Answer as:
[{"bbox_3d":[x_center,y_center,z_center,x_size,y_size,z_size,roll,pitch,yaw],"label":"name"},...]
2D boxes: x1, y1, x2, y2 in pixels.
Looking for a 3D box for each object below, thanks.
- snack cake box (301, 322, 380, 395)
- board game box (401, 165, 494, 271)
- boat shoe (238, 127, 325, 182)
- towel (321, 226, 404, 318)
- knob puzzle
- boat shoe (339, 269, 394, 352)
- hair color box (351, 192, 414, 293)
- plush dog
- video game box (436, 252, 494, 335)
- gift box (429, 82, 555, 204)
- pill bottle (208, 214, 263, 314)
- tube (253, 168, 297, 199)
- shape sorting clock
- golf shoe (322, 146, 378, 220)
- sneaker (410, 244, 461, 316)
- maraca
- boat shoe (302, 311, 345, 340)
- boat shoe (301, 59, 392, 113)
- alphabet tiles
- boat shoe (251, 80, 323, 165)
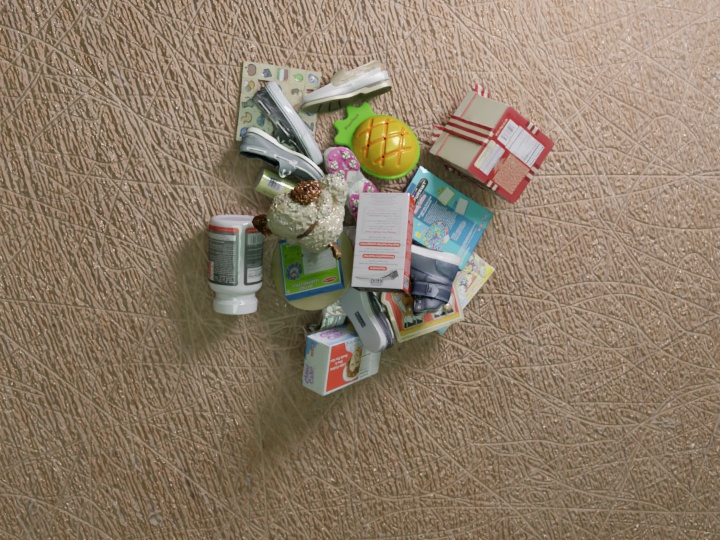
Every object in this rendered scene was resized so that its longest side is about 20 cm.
[{"bbox_3d":[-0.036,0.187,1.568,0.200,0.067,0.115,-12,116,-52],"label":"snack cake box"},{"bbox_3d":[0.174,-0.113,1.586,0.200,0.047,0.151,32,80,-7],"label":"board game box"},{"bbox_3d":[-0.166,-0.223,1.505,0.200,0.073,0.062,32,66,-9],"label":"boat shoe"},{"bbox_3d":[0.000,0.000,1.587,0.190,0.032,0.201,-4,86,-9],"label":"towel"},{"bbox_3d":[0.135,0.039,1.584,0.219,0.030,0.220,2,83,-20],"label":"knob puzzle"},{"bbox_3d":[0.014,0.080,1.538,0.072,0.068,0.200,-40,71,36],"label":"boat shoe"},{"bbox_3d":[0.048,-0.057,1.475,0.111,0.064,0.201,3,79,17],"label":"hair color box"},{"bbox_3d":[-0.118,-0.102,1.438,0.200,0.161,0.172,-36,148,24],"label":"plush dog"},{"bbox_3d":[0.181,0.017,1.655,0.182,0.047,0.200,39,92,-12],"label":"video game box"},{"bbox_3d":[0.271,-0.282,1.536,0.200,0.187,0.185,35,95,-31],"label":"gift box"},{"bbox_3d":[-0.267,-0.014,1.520,0.115,0.116,0.201,1,101,-12],"label":"pill bottle"},{"bbox_3d":[-0.134,-0.157,1.556,0.200,0.058,0.052,24,62,-21],"label":"tube"},{"bbox_3d":[-0.102,-0.013,1.549,0.199,0.039,0.201,-5,77,22],"label":"shape sorting clock"},{"bbox_3d":[-0.020,-0.186,1.556,0.075,0.092,0.200,-33,118,-12],"label":"golf shoe"},{"bbox_3d":[0.102,0.018,1.526,0.202,0.077,0.147,14,87,11],"label":"sneaker"},{"bbox_3d":[0.035,-0.279,1.537,0.200,0.107,0.137,37,79,8],"label":"maraca"},{"bbox_3d":[-0.095,0.143,1.611,0.086,0.075,0.202,19,94,-15],"label":"boat shoe"},{"bbox_3d":[-0.037,-0.391,1.517,0.199,0.075,0.069,-18,86,-10],"label":"boat shoe"},{"bbox_3d":[-0.177,-0.335,1.528,0.167,0.008,0.201,5,101,-13],"label":"alphabet tiles"},{"bbox_3d":[-0.155,-0.301,1.508,0.071,0.072,0.200,-34,96,6],"label":"boat shoe"}]
